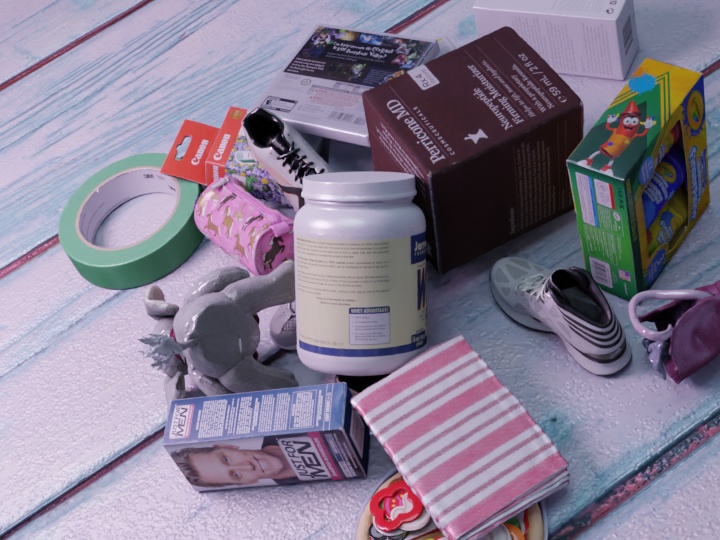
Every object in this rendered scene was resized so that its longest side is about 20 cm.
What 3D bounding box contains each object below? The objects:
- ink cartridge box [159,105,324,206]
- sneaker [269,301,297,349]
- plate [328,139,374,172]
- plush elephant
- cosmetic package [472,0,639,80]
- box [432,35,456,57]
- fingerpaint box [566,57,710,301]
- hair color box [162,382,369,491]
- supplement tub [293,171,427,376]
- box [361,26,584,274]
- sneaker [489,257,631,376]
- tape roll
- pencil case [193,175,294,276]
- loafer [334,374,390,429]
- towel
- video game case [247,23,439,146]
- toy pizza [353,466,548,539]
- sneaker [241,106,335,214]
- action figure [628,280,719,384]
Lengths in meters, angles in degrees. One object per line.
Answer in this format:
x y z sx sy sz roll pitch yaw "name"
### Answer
-0.154 -0.156 1.611 0.197 0.051 0.110 14 52 6 "ink cartridge box"
-0.042 0.002 1.434 0.200 0.082 0.075 -48 50 -1 "sneaker"
0.056 -0.107 1.543 0.197 0.033 0.202 -10 49 11 "plate"
-0.174 0.081 1.398 0.197 0.167 0.154 -4 -1 -27 "plush elephant"
0.255 -0.317 1.607 0.198 0.102 0.072 12 54 27 "cosmetic package"
0.105 -0.237 1.592 0.081 0.050 0.201 -19 33 -3 "box"
0.305 -0.093 1.325 0.073 0.201 0.167 24 60 33 "fingerpaint box"
-0.097 0.178 1.303 0.197 0.101 0.061 -7 49 15 "hair color box"
0.000 0.000 1.326 0.143 0.203 0.145 -1 10 0 "supplement tub"
0.131 -0.138 1.409 0.198 0.165 0.166 -26 51 -12 "box"
0.208 0.017 1.321 0.075 0.116 0.200 -38 48 -15 "sneaker"
-0.298 -0.068 1.627 0.197 0.048 0.202 -11 47 12 "tape roll"
-0.132 -0.049 1.495 0.083 0.086 0.200 -49 36 -4 "pencil case"
0.064 0.137 1.305 0.197 0.063 0.073 0 51 20 "loafer"
0.098 0.168 1.232 0.145 0.030 0.201 -27 57 -19 "towel"
-0.022 -0.243 1.591 0.198 0.023 0.183 15 57 34 "video game case"
0.086 0.255 1.216 0.197 0.032 0.202 -10 48 11 "toy pizza"
-0.079 -0.123 1.506 0.074 0.080 0.200 -46 68 -5 "sneaker"
0.372 0.027 1.242 0.198 0.149 0.135 -30 39 11 "action figure"
